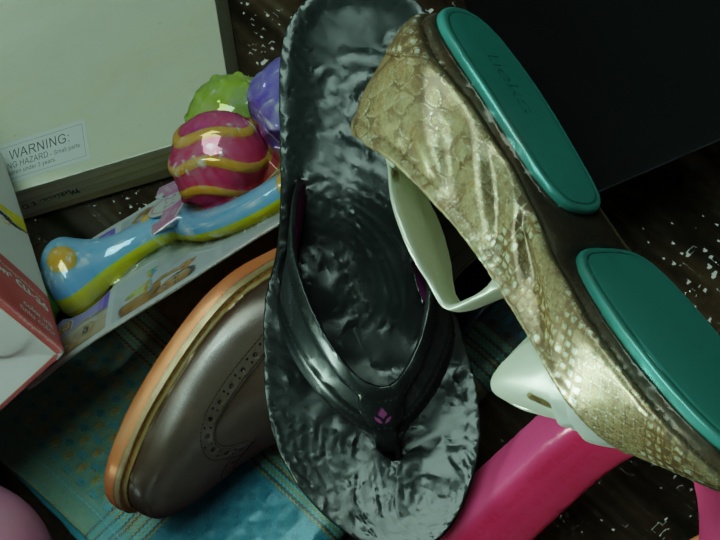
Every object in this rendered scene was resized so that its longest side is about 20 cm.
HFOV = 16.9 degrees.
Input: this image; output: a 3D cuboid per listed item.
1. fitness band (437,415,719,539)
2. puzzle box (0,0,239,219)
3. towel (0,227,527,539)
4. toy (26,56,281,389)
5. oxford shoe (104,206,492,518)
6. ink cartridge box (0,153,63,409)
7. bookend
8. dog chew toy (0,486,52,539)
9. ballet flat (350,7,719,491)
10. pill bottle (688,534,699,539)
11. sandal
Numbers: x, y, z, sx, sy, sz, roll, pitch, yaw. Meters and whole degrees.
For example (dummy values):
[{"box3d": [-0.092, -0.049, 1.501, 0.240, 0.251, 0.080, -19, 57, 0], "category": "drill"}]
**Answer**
[{"box3d": [0.055, 0.119, 0.812, 0.200, 0.037, 0.144, -45, 28, 21], "category": "fitness band"}, {"box3d": [-0.151, -0.084, 1.036, 0.200, 0.025, 0.133, -15, 63, 10], "category": "puzzle box"}, {"box3d": [-0.036, 0.041, 0.944, 0.200, 0.022, 0.147, -43, 62, -7], "category": "towel"}, {"box3d": [-0.055, -0.042, 0.927, 0.200, 0.047, 0.115, -35, 21, 10], "category": "toy"}, {"box3d": [-0.009, 0.028, 0.892, 0.200, 0.071, 0.073, -43, 65, -8], "category": "oxford shoe"}, {"box3d": [-0.191, 0.000, 0.938, 0.116, 0.067, 0.200, -41, 33, 9], "category": "ink cartridge box"}, {"box3d": [0.071, -0.153, 0.946, 0.092, 0.199, 0.200, -23, 105, 6], "category": "bookend"}, {"box3d": [-0.133, 0.159, 0.867, 0.124, 0.125, 0.200, -26, 52, 4], "category": "dog chew toy"}, {"box3d": [0.060, 0.005, 0.785, 0.065, 0.070, 0.200, -45, 60, 26], "category": "ballet flat"}, {"box3d": [0.151, 0.179, 0.770, 0.106, 0.106, 0.200, -16, 61, 10], "category": "pill bottle"}, {"box3d": [-0.001, -0.001, 0.843, 0.075, 0.048, 0.201, -5, 88, 4], "category": "sandal"}]
